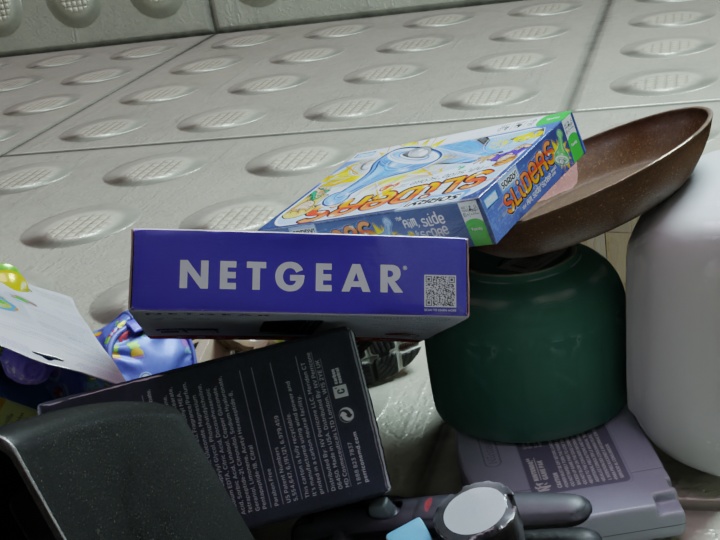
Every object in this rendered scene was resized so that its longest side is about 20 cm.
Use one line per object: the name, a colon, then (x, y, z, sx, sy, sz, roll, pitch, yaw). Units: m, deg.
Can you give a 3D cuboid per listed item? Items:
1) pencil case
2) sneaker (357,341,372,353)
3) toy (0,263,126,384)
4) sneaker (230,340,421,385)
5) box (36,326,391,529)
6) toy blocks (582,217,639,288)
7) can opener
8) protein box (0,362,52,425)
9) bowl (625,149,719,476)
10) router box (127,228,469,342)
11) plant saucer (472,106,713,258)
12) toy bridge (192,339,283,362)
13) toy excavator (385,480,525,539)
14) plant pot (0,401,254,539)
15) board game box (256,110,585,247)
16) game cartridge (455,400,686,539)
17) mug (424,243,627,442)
pencil case: (-0.217, 0.086, 0.909, 0.200, 0.087, 0.078, -17, 6, 45)
sneaker: (0.000, 0.000, 0.888, 0.200, 0.084, 0.081, -44, -20, 23)
toy: (-0.249, 0.046, 0.813, 0.115, 0.047, 0.200, 23, 8, -30)
sneaker: (-0.046, 0.061, 0.996, 0.199, 0.077, 0.085, -9, 17, 0)
box: (-0.090, 0.117, 0.744, 0.199, 0.108, 0.148, -14, -8, -5)
toy blocks: (0.255, -0.037, 1.023, 0.199, 0.137, 0.100, 4, 25, 30)
can opener: (0.047, 0.159, 0.688, 0.199, 0.063, 0.079, -12, 37, 30)
protein box: (-0.362, 0.072, 0.821, 0.135, 0.200, 0.199, -51, 45, 8)
bowl: (0.236, 0.022, 0.797, 0.074, 0.201, 0.200, 3, 23, 23)
router box: (-0.045, 0.014, 0.730, 0.199, 0.049, 0.180, 1, -8, -6)
plant saucer: (0.157, -0.056, 0.790, 0.200, 0.037, 0.200, -24, 11, 5)
toy bridge: (-0.128, 0.083, 0.919, 0.200, 0.027, 0.067, -19, 36, 39)
toy excavator: (0.010, 0.201, 0.615, 0.199, 0.100, 0.195, -26, 28, -6)
plant pot: (-0.148, 0.176, 0.554, 0.200, 0.200, 0.177, -30, 1, 19)
board game box: (0.040, -0.054, 0.790, 0.199, 0.035, 0.135, -7, 26, 41)
game cartridge: (0.135, 0.132, 0.796, 0.133, 0.042, 0.200, -13, 22, 3)
mug: (0.121, 0.033, 0.845, 0.151, 0.115, 0.185, -9, 22, 1)
